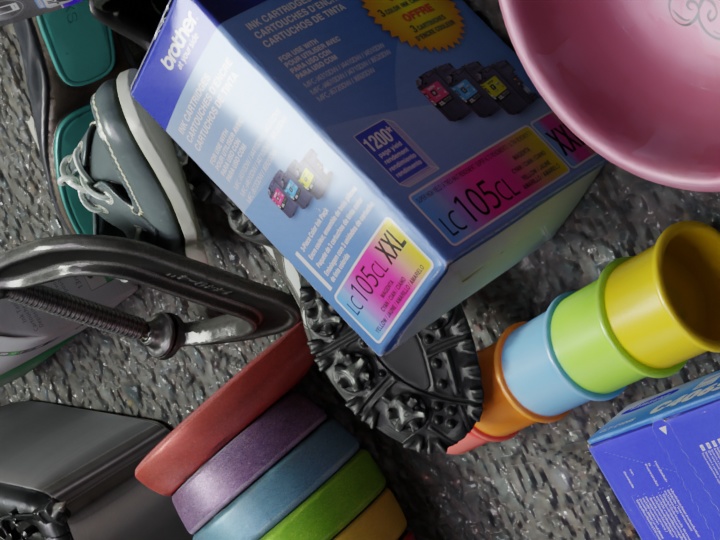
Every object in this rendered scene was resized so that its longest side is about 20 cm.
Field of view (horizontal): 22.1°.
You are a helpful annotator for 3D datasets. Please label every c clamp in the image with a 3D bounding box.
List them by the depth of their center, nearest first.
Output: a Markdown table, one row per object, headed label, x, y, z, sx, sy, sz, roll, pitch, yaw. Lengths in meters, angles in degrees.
| label | x | y | z | sx | sy | sz | roll | pitch | yaw |
| --- | --- | --- | --- | --- | --- | --- | --- | --- | --- |
| c clamp | -0.138 | 0.013 | 0.981 | 0.171 | 0.200 | 0.027 | -21 | 60 | 44 |

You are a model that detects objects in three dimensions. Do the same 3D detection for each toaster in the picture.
| label | x | y | z | sx | sy | sz | roll | pitch | yaw |
| --- | --- | --- | --- | --- | --- | --- | --- | --- | --- |
| toaster | -0.186 | 0.187 | 1.158 | 0.199 | 0.119 | 0.182 | 3 | 116 | 42 |

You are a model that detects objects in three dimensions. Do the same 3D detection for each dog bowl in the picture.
| label | x | y | z | sx | sy | sz | roll | pitch | yaw |
| --- | --- | --- | --- | --- | --- | --- | --- | --- | --- |
| dog bowl | 0.138 | -0.120 | 0.713 | 0.200 | 0.074 | 0.201 | 22 | 127 | 33 |

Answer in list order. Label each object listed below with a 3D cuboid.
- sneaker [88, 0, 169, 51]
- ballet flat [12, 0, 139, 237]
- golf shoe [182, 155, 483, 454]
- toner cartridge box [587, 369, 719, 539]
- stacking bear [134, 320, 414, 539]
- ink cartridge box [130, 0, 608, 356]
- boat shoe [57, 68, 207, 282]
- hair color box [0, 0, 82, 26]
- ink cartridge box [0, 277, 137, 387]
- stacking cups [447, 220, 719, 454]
| label | x | y | z | sx | sy | sz | roll | pitch | yaw |
| --- | --- | --- | --- | --- | --- | --- | --- | --- | --- |
| sneaker | -0.102 | -0.166 | 0.896 | 0.074 | 0.087 | 0.200 | -27 | 94 | 48 |
| ballet flat | -0.153 | -0.104 | 1.005 | 0.073 | 0.073 | 0.201 | 18 | 131 | 35 |
| golf shoe | 0.000 | 0.000 | 0.907 | 0.078 | 0.094 | 0.200 | -37 | 78 | 10 |
| toner cartridge box | 0.194 | 0.142 | 0.836 | 0.095 | 0.043 | 0.200 | -27 | 94 | 47 |
| stacking bear | -0.017 | 0.149 | 0.994 | 0.200 | 0.114 | 0.121 | 49 | 137 | 3 |
| ink cartridge box | -0.005 | -0.077 | 0.823 | 0.200 | 0.136 | 0.076 | 45 | 134 | 13 |
| boat shoe | -0.118 | -0.039 | 0.929 | 0.200 | 0.062 | 0.073 | 86 | 167 | -73 |
| hair color box | -0.194 | -0.229 | 0.879 | 0.109 | 0.065 | 0.201 | 74 | 180 | -73 |
| ink cartridge box | -0.246 | 0.058 | 1.078 | 0.161 | 0.200 | 0.050 | -32 | 91 | 48 |
| stacking cups | 0.093 | 0.037 | 0.860 | 0.200 | 0.060 | 0.061 | -29 | 93 | 50 |
